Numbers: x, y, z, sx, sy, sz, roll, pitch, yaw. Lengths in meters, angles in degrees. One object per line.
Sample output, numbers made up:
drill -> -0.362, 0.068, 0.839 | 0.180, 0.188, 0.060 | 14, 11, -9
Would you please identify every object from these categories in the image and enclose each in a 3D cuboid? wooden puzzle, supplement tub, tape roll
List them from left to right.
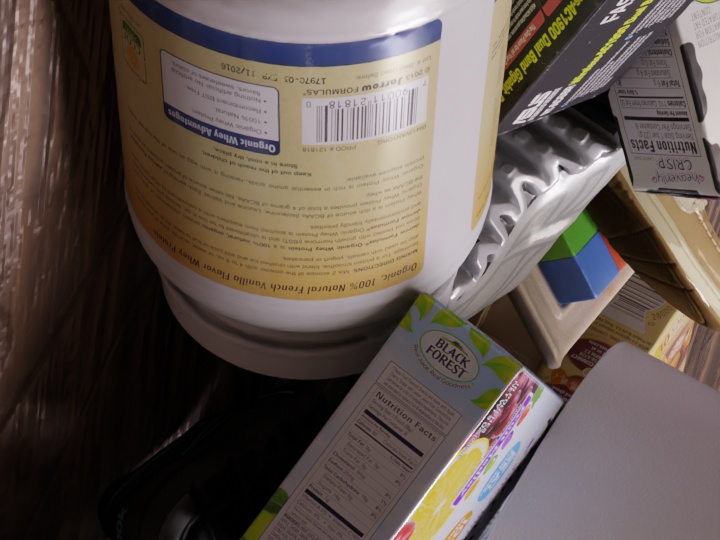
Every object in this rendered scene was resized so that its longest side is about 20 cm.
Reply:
supplement tub -> -0.019, -0.069, 0.686 | 0.144, 0.144, 0.201 | -48, 155, -36
wooden puzzle -> 0.114, -0.076, 0.999 | 0.200, 0.046, 0.186 | -47, 114, -43
tape roll -> 0.134, 0.152, 0.849 | 0.203, 0.139, 0.203 | -55, 162, -27

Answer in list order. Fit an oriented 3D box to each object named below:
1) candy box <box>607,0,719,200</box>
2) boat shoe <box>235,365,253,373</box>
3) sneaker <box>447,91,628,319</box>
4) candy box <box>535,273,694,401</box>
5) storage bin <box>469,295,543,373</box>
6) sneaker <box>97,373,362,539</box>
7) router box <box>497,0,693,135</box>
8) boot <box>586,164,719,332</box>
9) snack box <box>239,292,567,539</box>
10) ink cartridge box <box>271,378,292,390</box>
candy box -> 0.156, -0.147, 0.775 | 0.136, 0.061, 0.201 | -27, 109, -27
boat shoe -> -0.001, 0.000, 0.905 | 0.072, 0.068, 0.200 | -25, 171, 30
sneaker -> 0.070, -0.041, 0.832 | 0.200, 0.075, 0.081 | -41, 154, -13
candy box -> 0.130, 0.091, 1.100 | 0.200, 0.055, 0.116 | -51, 156, -29
storage bin -> 0.116, 0.009, 1.182 | 0.199, 0.093, 0.200 | -64, 159, 0
sneaker -> -0.034, 0.077, 0.866 | 0.199, 0.079, 0.076 | -26, 110, -32
router box -> 0.068, -0.156, 0.684 | 0.062, 0.150, 0.200 | -22, 171, -18
boot -> 0.176, -0.085, 0.944 | 0.155, 0.200, 0.073 | -39, -167, -12
snack box -> 0.020, 0.092, 0.764 | 0.142, 0.053, 0.200 | -52, 165, 0
ink cartridge box -> -0.015, 0.169, 0.952 | 0.201, 0.145, 0.083 | -63, -170, -3
